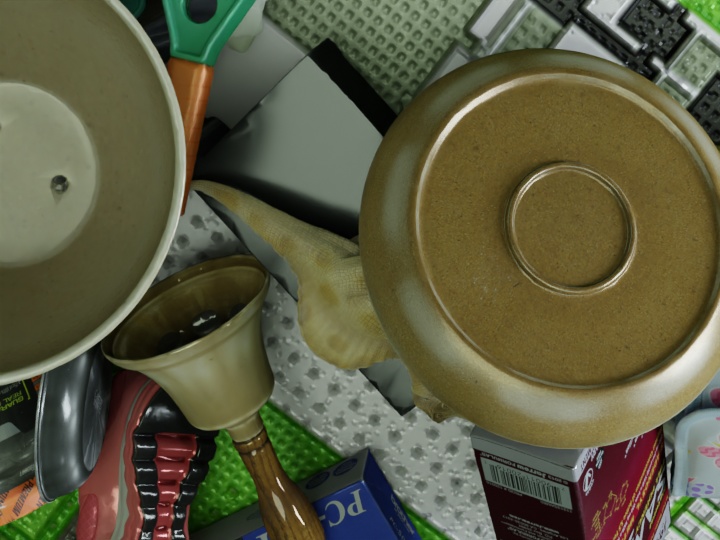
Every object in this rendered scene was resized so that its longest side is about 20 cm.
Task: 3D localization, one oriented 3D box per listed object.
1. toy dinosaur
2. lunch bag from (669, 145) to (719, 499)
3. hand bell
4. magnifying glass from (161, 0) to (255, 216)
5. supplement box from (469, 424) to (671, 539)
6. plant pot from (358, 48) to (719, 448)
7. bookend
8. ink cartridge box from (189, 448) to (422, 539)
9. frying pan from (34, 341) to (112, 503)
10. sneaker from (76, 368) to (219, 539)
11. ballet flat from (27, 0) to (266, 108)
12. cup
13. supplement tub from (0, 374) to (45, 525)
[{"bbox_3d":[0.000,0.000,0.692,0.200,0.058,0.101,43,107,-4],"label":"toy dinosaur"},{"bbox_3d":[0.260,0.043,0.736,0.167,0.127,0.203,6,111,12],"label":"lunch bag"},{"bbox_3d":[-0.060,0.103,0.784,0.103,0.104,0.202,-19,114,13],"label":"hand bell"},{"bbox_3d":[-0.084,-0.130,0.700,0.079,0.022,0.203,14,97,13],"label":"magnifying glass"},{"bbox_3d":[0.121,0.116,0.737,0.060,0.109,0.201,15,144,27],"label":"supplement box"},{"bbox_3d":[0.098,-0.017,0.645,0.197,0.028,0.203,2,75,-8],"label":"plant pot"},{"bbox_3d":[0.032,-0.065,0.749,0.198,0.092,0.200,-42,97,16],"label":"bookend"},{"bbox_3d":[-0.059,0.202,0.869,0.198,0.044,0.095,-27,104,14],"label":"ink cartridge box"},{"bbox_3d":[-0.160,0.047,0.794,0.030,0.192,0.116,7,136,1],"label":"frying pan"},{"bbox_3d":[-0.144,0.153,0.839,0.073,0.086,0.203,13,95,-38],"label":"sneaker"},{"bbox_3d":[-0.102,-0.141,0.761,0.199,0.073,0.073,-35,100,10],"label":"ballet flat"},{"bbox_3d":[-0.184,-0.051,0.667,0.197,0.143,0.204,0,92,-6],"label":"cup"},{"bbox_3d":[-0.247,0.046,0.804,0.121,0.123,0.203,-14,104,11],"label":"supplement tub"}]
